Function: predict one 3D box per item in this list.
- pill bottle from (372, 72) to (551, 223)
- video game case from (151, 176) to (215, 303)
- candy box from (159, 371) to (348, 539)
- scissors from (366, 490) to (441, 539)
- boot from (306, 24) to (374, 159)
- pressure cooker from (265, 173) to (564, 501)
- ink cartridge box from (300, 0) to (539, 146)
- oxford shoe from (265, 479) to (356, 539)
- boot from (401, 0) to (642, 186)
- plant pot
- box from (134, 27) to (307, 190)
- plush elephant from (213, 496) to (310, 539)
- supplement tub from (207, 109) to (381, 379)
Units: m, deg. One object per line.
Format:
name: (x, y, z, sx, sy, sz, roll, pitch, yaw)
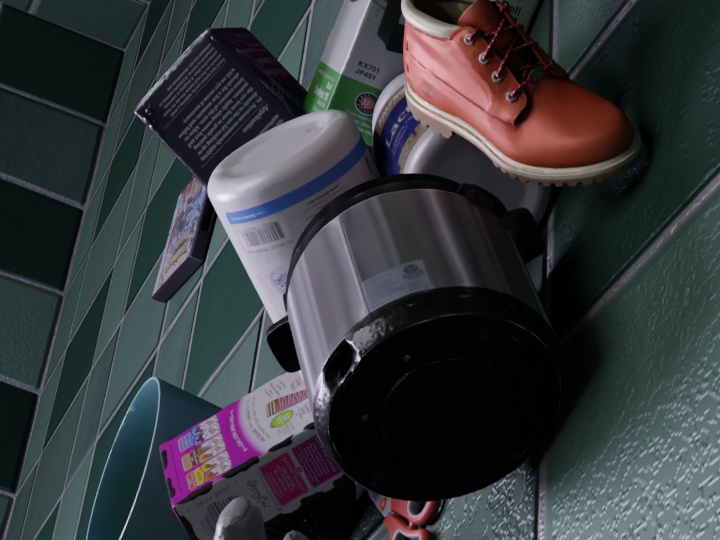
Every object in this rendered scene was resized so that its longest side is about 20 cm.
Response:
pill bottle: (0.071, -0.092, 1.333, 0.200, 0.115, 0.117, -118, 50, -68)
video game case: (-0.251, -0.066, 2.515, 0.200, 0.025, 0.183, 140, 146, -61)
candy box: (-0.063, 0.143, 1.410, 0.199, 0.061, 0.136, -31, 19, -1)
scissors: (0.021, 0.195, 1.346, 0.200, 0.014, 0.074, 169, 117, -70)
boot: (0.001, -0.130, 1.657, 0.176, 0.065, 0.202, 119, 149, -43)
pressure cooker: (0.039, 0.032, 1.164, 0.201, 0.174, 0.180, -109, 35, -52)
ink cartridge box: (0.056, -0.199, 1.453, 0.083, 0.145, 0.202, -132, 62, -70)
oxford shoe: (-0.060, 0.219, 1.486, 0.201, 0.072, 0.085, -55, 18, 40)
boot: (0.104, -0.129, 1.160, 0.075, 0.199, 0.108, -41, -39, -29)
plant pot: (-0.156, 0.223, 1.628, 0.200, 0.159, 0.203, -160, 90, -74)
box: (-0.085, -0.112, 1.526, 0.104, 0.200, 0.148, -45, 1, 12)
plush elephant: (-0.062, 0.277, 1.305, 0.166, 0.199, 0.155, -55, -5, 4)
supplement tub: (-0.024, -0.012, 1.343, 0.131, 0.201, 0.132, -23, 20, 9)
